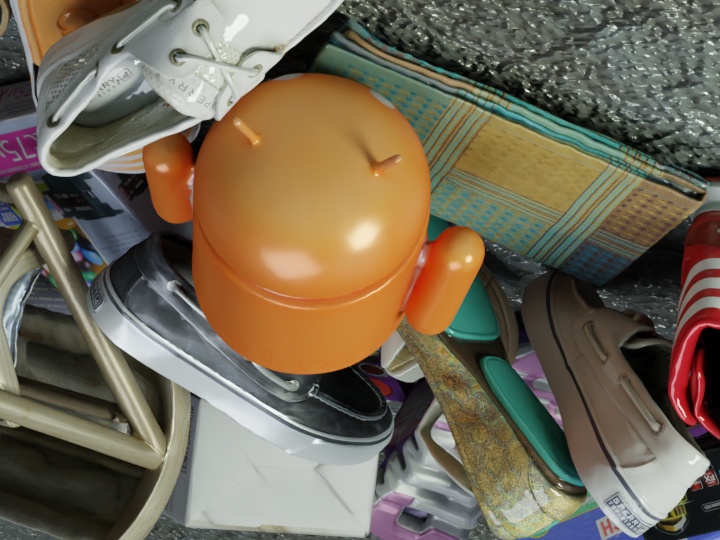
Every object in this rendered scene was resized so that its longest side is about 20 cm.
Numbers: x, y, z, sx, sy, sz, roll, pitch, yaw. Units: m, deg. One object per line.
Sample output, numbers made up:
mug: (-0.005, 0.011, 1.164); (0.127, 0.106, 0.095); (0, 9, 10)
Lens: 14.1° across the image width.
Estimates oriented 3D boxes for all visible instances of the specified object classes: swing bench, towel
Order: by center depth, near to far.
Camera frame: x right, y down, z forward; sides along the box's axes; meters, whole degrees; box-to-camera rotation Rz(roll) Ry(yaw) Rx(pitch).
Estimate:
towel: (0.058, -0.056, 1.449); (0.200, 0.022, 0.147); (23, 158, -9)
swing bench: (-0.212, 0.044, 1.608); (0.199, 0.130, 0.200); (12, 153, 48)

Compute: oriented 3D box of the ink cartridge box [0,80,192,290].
ink cartridge box: (-0.139, -0.022, 1.600); (0.119, 0.042, 0.200); (-8, 134, 48)

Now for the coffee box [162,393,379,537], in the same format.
coffee box: (-0.072, 0.109, 1.773); (0.114, 0.080, 0.200); (6, -179, -17)

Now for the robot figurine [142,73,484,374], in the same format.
robot figurine: (-0.023, -0.022, 1.415); (0.144, 0.117, 0.200); (55, 165, 17)

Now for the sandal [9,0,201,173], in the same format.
sandal: (-0.128, -0.089, 1.433); (0.079, 0.059, 0.207); (-14, 154, 4)

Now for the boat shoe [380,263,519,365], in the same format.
boat shoe: (0.000, 0.000, 1.584); (0.200, 0.072, 0.065); (32, 159, -27)

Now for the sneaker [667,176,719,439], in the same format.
sneaker: (0.188, 0.044, 1.483); (0.078, 0.116, 0.200); (8, 156, 24)

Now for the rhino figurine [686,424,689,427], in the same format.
rhino figurine: (0.155, 0.106, 1.742); (0.087, 0.060, 0.200); (25, 156, -28)

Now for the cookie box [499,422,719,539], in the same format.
cookie box: (0.199, 0.165, 1.714); (0.171, 0.075, 0.200); (-23, 152, 22)

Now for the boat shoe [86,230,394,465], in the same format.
boat shoe: (-0.048, 0.037, 1.547); (0.200, 0.072, 0.068); (32, 123, -29)

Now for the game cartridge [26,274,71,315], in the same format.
game cartridge: (-0.162, 0.011, 1.719); (0.200, 0.038, 0.130); (3, 132, 24)

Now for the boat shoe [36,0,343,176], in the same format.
boat shoe: (-0.073, -0.098, 1.327); (0.071, 0.069, 0.200); (35, 132, -29)

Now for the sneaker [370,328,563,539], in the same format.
sneaker: (0.067, 0.082, 1.732); (0.080, 0.089, 0.200); (24, 135, -17)

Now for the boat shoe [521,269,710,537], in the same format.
boat shoe: (0.135, 0.054, 1.514); (0.066, 0.200, 0.072); (-38, 116, 15)

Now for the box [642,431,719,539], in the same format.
box: (0.251, 0.083, 1.505); (0.159, 0.046, 0.200); (-22, 179, -31)

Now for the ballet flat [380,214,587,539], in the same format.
ballet flat: (0.048, 0.053, 1.517); (0.071, 0.200, 0.071); (-23, 154, -12)

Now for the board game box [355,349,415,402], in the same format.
board game box: (-0.073, 0.032, 1.772); (0.200, 0.032, 0.120); (9, 162, 19)

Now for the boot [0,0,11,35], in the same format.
boot: (-0.232, -0.104, 1.483); (0.074, 0.076, 0.200); (25, 156, -17)
